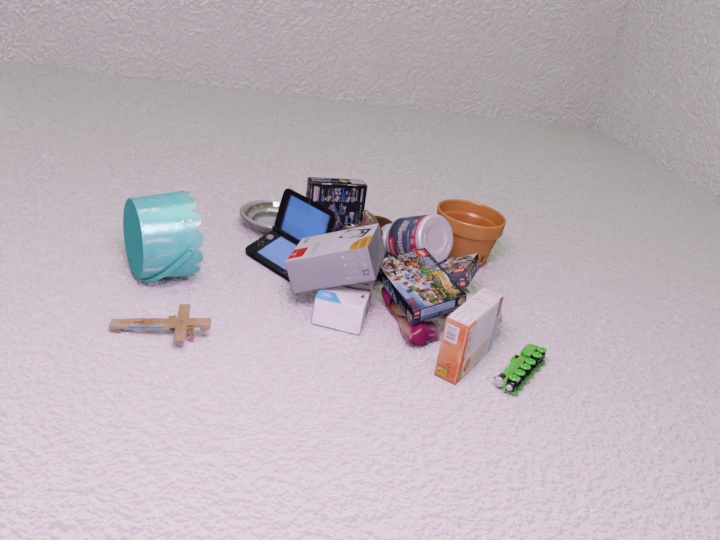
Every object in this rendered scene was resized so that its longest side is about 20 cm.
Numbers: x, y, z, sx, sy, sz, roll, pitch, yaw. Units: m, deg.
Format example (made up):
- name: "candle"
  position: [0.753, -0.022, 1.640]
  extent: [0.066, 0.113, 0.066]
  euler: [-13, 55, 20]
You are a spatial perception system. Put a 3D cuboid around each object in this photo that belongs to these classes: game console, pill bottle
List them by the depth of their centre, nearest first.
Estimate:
- name: "game console"
  position: [-0.177, -0.091, 1.752]
  extent: [0.198, 0.121, 0.170]
  euler: [28, 48, 34]
- name: "pill bottle"
  position: [0.134, -0.078, 1.802]
  extent: [0.117, 0.123, 0.198]
  euler: [-8, 4, -34]

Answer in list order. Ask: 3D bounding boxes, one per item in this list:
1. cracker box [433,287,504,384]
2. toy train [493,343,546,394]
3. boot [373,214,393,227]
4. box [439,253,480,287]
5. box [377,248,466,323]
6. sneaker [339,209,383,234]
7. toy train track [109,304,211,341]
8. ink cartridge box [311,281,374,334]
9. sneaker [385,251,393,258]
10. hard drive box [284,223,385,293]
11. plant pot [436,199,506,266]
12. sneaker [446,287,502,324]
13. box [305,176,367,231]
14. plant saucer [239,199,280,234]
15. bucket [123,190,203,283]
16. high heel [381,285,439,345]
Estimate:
- name: "cracker box"
  position: [0.231, 0.134, 1.483]
  extent: [0.057, 0.137, 0.199]
  euler: [22, 27, 26]
- name: "toy train"
  position: [0.342, 0.206, 1.493]
  extent: [0.055, 0.043, 0.198]
  euler: [14, 24, 31]
- name: "boot"
  position: [-0.010, -0.149, 2.047]
  extent: [0.195, 0.074, 0.155]
  euler: [3, 20, -27]
- name: "box"
  position: [0.185, 0.012, 1.727]
  extent: [0.195, 0.039, 0.136]
  euler: [-10, 16, 26]
- name: "box"
  position: [0.133, 0.030, 1.589]
  extent: [0.133, 0.038, 0.201]
  euler: [-15, 38, -19]
- name: "sneaker"
  position: [-0.029, -0.075, 1.753]
  extent: [0.070, 0.198, 0.077]
  euler: [-8, 69, -59]
- name: "toy train track"
  position: [-0.397, 0.115, 1.398]
  extent: [0.194, 0.033, 0.116]
  euler: [1, 34, -8]
- name: "ink cartridge box"
  position: [-0.034, 0.059, 1.609]
  extent: [0.113, 0.068, 0.201]
  euler: [12, 26, 5]
- name: "sneaker"
  position: [0.000, 0.000, 1.771]
  extent: [0.196, 0.074, 0.082]
  euler: [-9, -2, -35]
- name: "hard drive box"
  position: [-0.053, -0.028, 1.588]
  extent: [0.195, 0.079, 0.156]
  euler: [-11, 21, 15]
- name: "plant pot"
  position: [0.299, -0.099, 1.980]
  extent: [0.194, 0.143, 0.201]
  euler: [9, 26, -4]
- name: "sneaker"
  position: [0.247, 0.089, 1.669]
  extent: [0.098, 0.080, 0.198]
  euler: [-19, 29, -36]
- name: "box"
  position: [-0.071, -0.137, 1.838]
  extent: [0.155, 0.205, 0.046]
  euler: [0, 23, -20]
- name: "plant saucer"
  position: [-0.240, -0.138, 1.950]
  extent: [0.194, 0.051, 0.201]
  euler: [9, 25, -4]
- name: "bucket"
  position: [-0.447, -0.077, 1.575]
  extent: [0.132, 0.212, 0.207]
  euler: [-8, 31, -30]
- name: "high heel"
  position: [0.088, 0.097, 1.583]
  extent: [0.094, 0.068, 0.201]
  euler: [1, 39, -43]
